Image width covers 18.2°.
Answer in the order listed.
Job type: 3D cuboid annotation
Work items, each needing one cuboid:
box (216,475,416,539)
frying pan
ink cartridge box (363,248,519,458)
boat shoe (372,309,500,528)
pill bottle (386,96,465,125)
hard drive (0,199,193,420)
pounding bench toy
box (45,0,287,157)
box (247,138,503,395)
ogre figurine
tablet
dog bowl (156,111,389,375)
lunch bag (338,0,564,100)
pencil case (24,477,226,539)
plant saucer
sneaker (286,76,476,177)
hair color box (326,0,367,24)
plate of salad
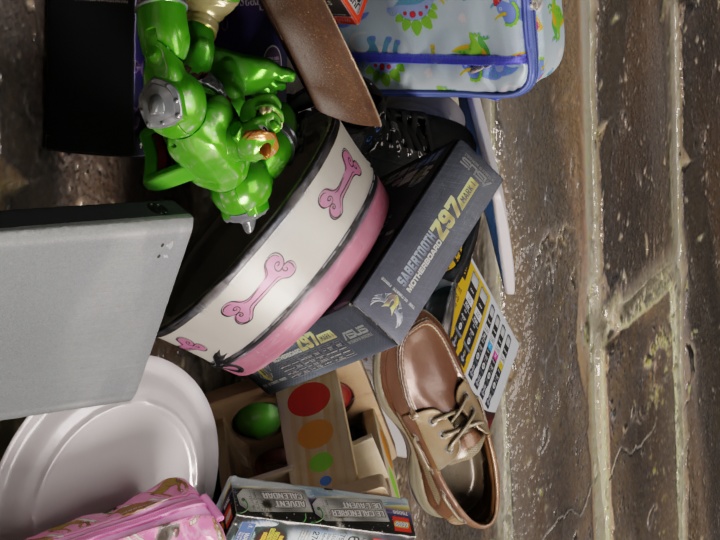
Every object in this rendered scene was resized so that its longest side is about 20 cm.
[{"bbox_3d":[-0.059,0.234,1.607,0.040,0.136,0.201,-105,-149,-45],"label":"box"},{"bbox_3d":[0.066,0.028,1.793,0.115,0.031,0.192,62,38,-81],"label":"frying pan"},{"bbox_3d":[0.060,0.041,1.934,0.200,0.083,0.177,58,46,-49],"label":"ink cartridge box"},{"bbox_3d":[0.067,0.114,1.705,0.076,0.072,0.201,-36,129,-21],"label":"boat shoe"},{"bbox_3d":[0.022,-0.051,1.812,0.201,0.110,0.111,-67,148,-28],"label":"pill bottle"},{"bbox_3d":[-0.203,0.027,1.383,0.199,0.033,0.140,-6,125,-47],"label":"hard drive"},{"bbox_3d":[-0.072,0.168,1.680,0.157,0.198,0.125,-103,174,-45],"label":"pounding bench toy"},{"bbox_3d":[-0.129,-0.156,1.541,0.200,0.078,0.143,-16,112,-61],"label":"box"},{"bbox_3d":[0.000,0.000,1.607,0.051,0.200,0.158,40,62,-14],"label":"box"},{"bbox_3d":[-0.094,-0.108,1.446,0.201,0.097,0.121,81,11,-57],"label":"ogre figurine"},{"bbox_3d":[0.099,-0.093,1.830,0.131,0.014,0.201,78,0,-50],"label":"tablet"},{"bbox_3d":[-0.059,-0.013,1.567,0.074,0.200,0.201,40,51,-13],"label":"dog bowl"},{"bbox_3d":[0.058,-0.212,1.751,0.082,0.198,0.162,-37,127,-54],"label":"lunch bag"},{"bbox_3d":[-0.180,0.194,1.450,0.199,0.086,0.084,-14,98,-43],"label":"pencil case"},{"bbox_3d":[-0.046,-0.178,1.483,0.202,0.036,0.200,64,0,0],"label":"plant saucer"},{"bbox_3d":[0.018,-0.101,1.700,0.198,0.112,0.074,-5,68,-27],"label":"sneaker"},{"bbox_3d":[-0.025,-0.285,1.686,0.061,0.101,0.201,52,51,-53],"label":"hair color box"},{"bbox_3d":[-0.178,0.150,1.530,0.199,0.048,0.202,-19,119,-39],"label":"plate of salad"}]
